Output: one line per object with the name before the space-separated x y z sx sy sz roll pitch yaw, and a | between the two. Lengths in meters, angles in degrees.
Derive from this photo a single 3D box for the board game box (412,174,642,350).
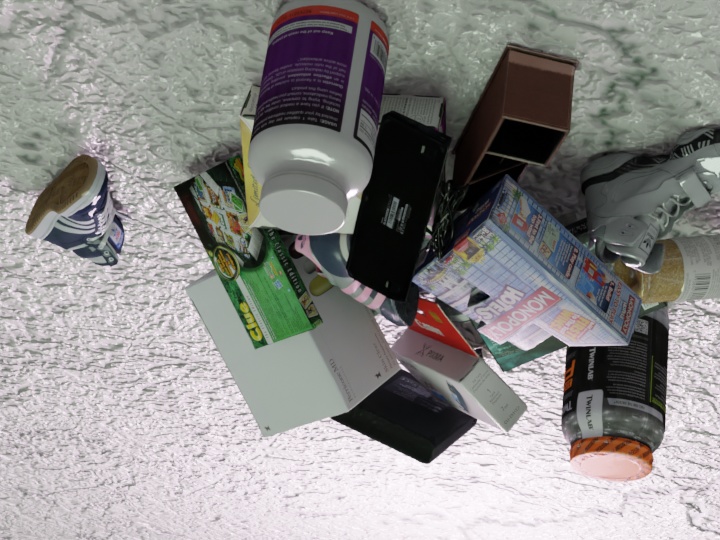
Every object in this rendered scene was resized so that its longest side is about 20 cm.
board game box | 0.169 0.020 1.530 0.199 0.062 0.200 32 147 -10

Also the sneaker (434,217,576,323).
sneaker | 0.180 0.016 1.704 0.199 0.079 0.079 -26 137 31

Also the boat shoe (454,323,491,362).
boat shoe | 0.142 0.079 1.871 0.071 0.066 0.200 14 153 -10

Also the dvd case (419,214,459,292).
dvd case | 0.064 -0.033 1.734 0.141 0.018 0.200 -11 148 34

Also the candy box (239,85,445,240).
candy box | -0.016 -0.106 1.518 0.197 0.061 0.138 4 128 9

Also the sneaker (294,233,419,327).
sneaker | 0.000 0.000 1.650 0.081 0.071 0.200 0 151 27

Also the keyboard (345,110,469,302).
keyboard | 0.051 -0.058 1.491 0.103 0.040 0.202 30 131 18

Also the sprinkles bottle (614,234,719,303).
sprinkles bottle | 0.365 -0.004 1.583 0.197 0.069 0.068 -4 156 -17

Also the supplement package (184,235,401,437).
supplement package | -0.078 0.066 1.751 0.155 0.111 0.202 -21 100 44

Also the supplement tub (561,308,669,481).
supplement tub | 0.298 0.136 1.788 0.121 0.202 0.123 7 152 4

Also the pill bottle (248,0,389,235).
pill bottle | -0.038 -0.138 1.361 0.111 0.202 0.113 7 153 4

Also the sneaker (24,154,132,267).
sneaker | -0.296 -0.064 1.718 0.108 0.071 0.199 27 155 -22

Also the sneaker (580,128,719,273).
sneaker | 0.306 -0.064 1.496 0.198 0.116 0.075 -11 148 33

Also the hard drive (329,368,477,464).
hard drive | 0.057 0.173 1.877 0.138 0.033 0.200 24 -165 16

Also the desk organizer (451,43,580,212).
desk organizer | 0.143 -0.124 1.471 0.071 0.078 0.200 12 153 -7

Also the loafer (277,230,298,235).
loafer | -0.084 -0.073 1.643 0.199 0.069 0.070 -11 154 40

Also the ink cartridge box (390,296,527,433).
ink cartridge box | 0.088 0.098 1.793 0.176 0.045 0.200 47 169 -22

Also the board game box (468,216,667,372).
board game box | 0.212 0.021 1.638 0.198 0.028 0.136 -23 123 18

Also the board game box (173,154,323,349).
board game box | -0.122 -0.017 1.648 0.104 0.023 0.202 -19 100 43

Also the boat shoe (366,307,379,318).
boat shoe | -0.005 0.024 1.803 0.060 0.077 0.199 -14 -179 -37
